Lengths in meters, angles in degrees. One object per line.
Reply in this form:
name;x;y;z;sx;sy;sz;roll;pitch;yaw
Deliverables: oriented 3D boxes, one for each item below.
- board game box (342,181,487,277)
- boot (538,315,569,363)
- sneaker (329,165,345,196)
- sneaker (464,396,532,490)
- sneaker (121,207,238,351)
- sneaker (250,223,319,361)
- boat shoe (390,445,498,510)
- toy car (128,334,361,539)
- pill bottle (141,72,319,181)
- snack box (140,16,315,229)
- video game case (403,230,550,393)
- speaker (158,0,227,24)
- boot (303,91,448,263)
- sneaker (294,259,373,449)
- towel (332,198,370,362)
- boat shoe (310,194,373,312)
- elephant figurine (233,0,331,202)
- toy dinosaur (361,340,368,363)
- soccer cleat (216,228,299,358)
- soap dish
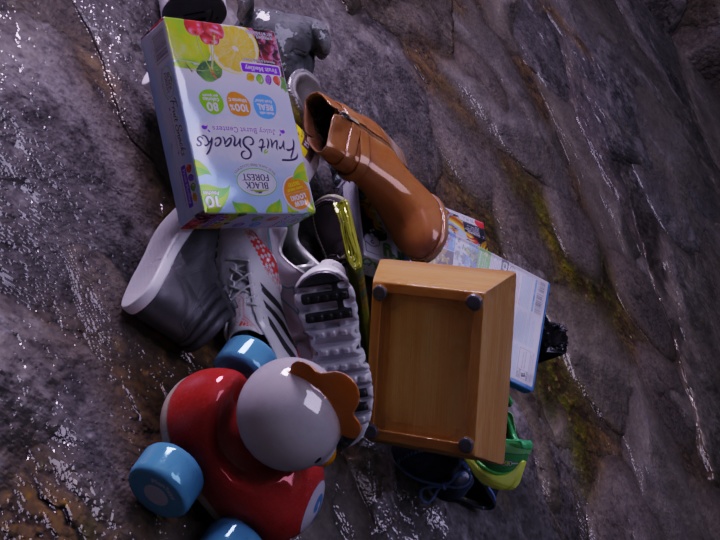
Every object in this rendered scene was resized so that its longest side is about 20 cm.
board game box;0.072;-0.031;1.363;0.197;0.035;0.128;19;47;-29
boot;0.150;0.079;1.424;0.199;0.167;0.077;33;38;-36
sneaker;0.034;-0.105;1.493;0.199;0.077;0.142;12;55;-52
sneaker;0.131;0.155;1.271;0.073;0.084;0.201;13;29;-44
sneaker;-0.161;-0.001;1.129;0.099;0.070;0.202;47;39;-24
sneaker;-0.071;0.036;1.218;0.070;0.080;0.203;-16;79;-60
boat shoe;0.112;0.235;1.320;0.198;0.084;0.070;23;49;-43
toy car;-0.064;0.147;0.987;0.178;0.199;0.185;51;42;-14
pill bottle;-0.144;-0.161;1.244;0.200;0.108;0.110;45;33;-24
snack box;-0.131;-0.145;1.133;0.141;0.053;0.204;-3;75;-42
video game case;0.131;0.041;1.320;0.198;0.018;0.145;26;62;-22
speaker;-0.212;-0.382;1.361;0.081;0.081;0.203;21;48;-47
boot;0.015;-0.107;1.258;0.155;0.076;0.202;31;33;-46
sneaker;-0.024;0.086;1.172;0.081;0.074;0.204;-84;171;-74
towel;-0.005;0.019;1.199;0.201;0.018;0.087;82;-4;-55
boat shoe;0.000;0.000;1.348;0.202;0.073;0.065;58;14;2
elephant figurine;-0.094;-0.198;1.345;0.152;0.141;0.204;5;72;-24
toy dinosaur;-0.001;0.104;1.300;0.200;0.047;0.089;41;28;-35
soccer cleat;-0.114;0.039;1.159;0.085;0.068;0.203;2;67;-69
soap dish;0.078;0.096;1.186;0.081;0.155;0.204;-11;105;-64
